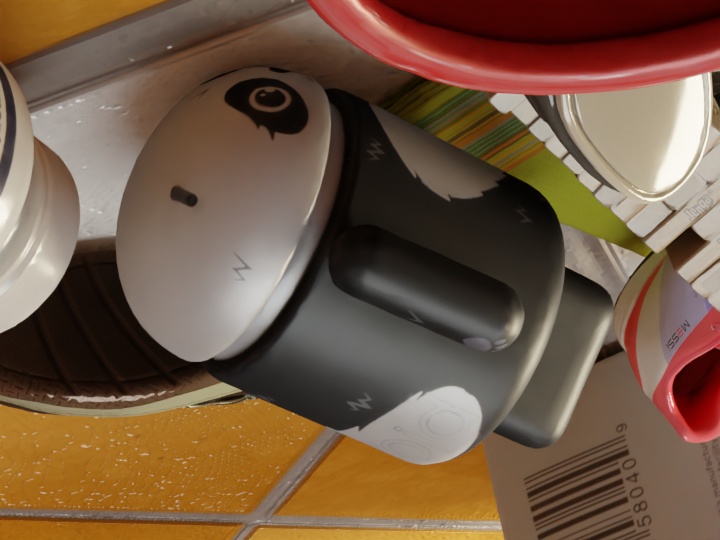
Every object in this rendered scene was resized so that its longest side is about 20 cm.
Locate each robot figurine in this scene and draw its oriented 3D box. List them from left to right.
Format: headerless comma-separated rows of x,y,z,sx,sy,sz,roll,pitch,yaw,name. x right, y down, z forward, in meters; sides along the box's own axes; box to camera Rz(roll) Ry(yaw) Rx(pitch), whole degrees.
0.001,-0.001,0.972,0.199,0.126,0.150,25,140,-23,robot figurine

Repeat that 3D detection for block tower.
0.131,-0.036,0.969,0.058,0.054,0.200,-42,118,18,block tower

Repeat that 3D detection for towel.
0.092,-0.052,1.054,0.086,0.018,0.199,-30,147,35,towel

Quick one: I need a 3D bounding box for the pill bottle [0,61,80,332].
-0.183,-0.049,0.852,0.110,0.112,0.200,-22,149,18,pill bottle

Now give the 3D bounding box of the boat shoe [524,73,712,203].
0.064,-0.105,0.860,0.067,0.057,0.200,-43,130,-7,boat shoe

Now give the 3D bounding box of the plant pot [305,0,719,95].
0.059,-0.175,0.651,0.199,0.184,0.201,-10,152,-5,plant pot

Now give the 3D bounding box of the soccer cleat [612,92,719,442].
0.165,-0.008,1.057,0.068,0.074,0.201,-5,142,-21,soccer cleat

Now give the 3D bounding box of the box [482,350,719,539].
0.197,0.147,1.250,0.199,0.200,0.171,-25,149,22,box

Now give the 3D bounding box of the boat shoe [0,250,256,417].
-0.076,0.034,1.081,0.200,0.075,0.075,-6,156,-13,boat shoe
